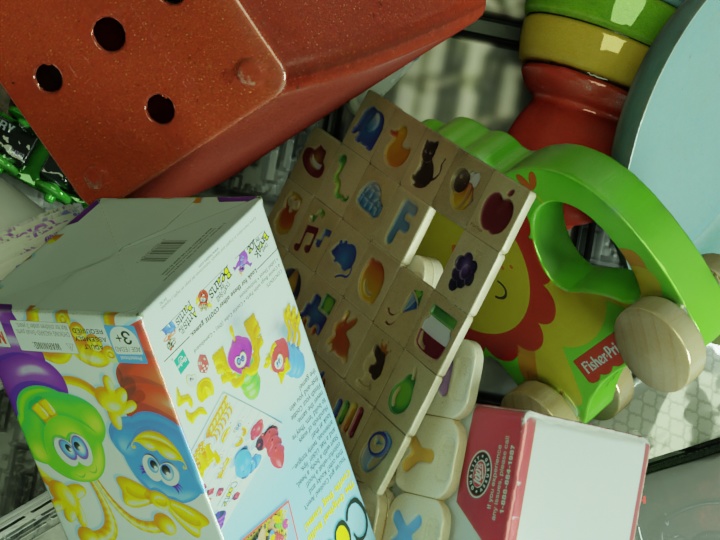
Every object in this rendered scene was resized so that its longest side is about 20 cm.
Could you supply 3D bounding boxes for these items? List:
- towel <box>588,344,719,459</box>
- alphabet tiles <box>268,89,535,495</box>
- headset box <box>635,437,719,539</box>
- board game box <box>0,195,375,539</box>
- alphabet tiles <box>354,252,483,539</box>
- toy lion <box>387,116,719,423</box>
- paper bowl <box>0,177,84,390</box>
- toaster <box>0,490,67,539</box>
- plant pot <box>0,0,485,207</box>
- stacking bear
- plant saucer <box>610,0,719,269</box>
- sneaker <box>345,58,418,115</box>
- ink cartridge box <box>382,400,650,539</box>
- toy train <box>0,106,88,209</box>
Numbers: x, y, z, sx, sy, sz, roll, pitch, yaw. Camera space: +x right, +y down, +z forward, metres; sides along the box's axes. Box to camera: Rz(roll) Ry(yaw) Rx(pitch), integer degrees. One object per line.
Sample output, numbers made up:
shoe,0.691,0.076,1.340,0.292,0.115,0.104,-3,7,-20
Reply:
towel,0.172,0.153,1.086,0.199,0.032,0.192,-29,91,-6
alphabet tiles,0.000,0.000,0.996,0.008,0.200,0.168,20,101,-35
headset box,0.197,0.198,1.032,0.148,0.077,0.201,-15,87,-5
board game box,-0.083,0.078,0.890,0.103,0.105,0.201,1,121,34
alphabet tiles,-0.006,0.089,0.995,0.015,0.195,0.201,14,85,-31
toy lion,0.089,-0.005,1.003,0.069,0.200,0.192,-34,86,-32
paper bowl,-0.223,0.024,0.966,0.200,0.201,0.105,-29,91,-6
toaster,-0.161,0.190,1.012,0.199,0.114,0.130,-31,87,-4
plant pot,-0.087,-0.142,0.949,0.199,0.176,0.200,-30,100,29
stacking bear,0.140,-0.121,1.057,0.113,0.121,0.201,20,88,29
plant saucer,0.192,-0.080,1.039,0.027,0.200,0.201,25,84,34
sneaker,-0.055,-0.160,1.059,0.200,0.075,0.087,35,90,-3
ink cartridge box,0.047,0.141,0.985,0.083,0.200,0.146,12,85,-31
toy train,-0.147,-0.044,1.050,0.199,0.056,0.042,29,79,-4
